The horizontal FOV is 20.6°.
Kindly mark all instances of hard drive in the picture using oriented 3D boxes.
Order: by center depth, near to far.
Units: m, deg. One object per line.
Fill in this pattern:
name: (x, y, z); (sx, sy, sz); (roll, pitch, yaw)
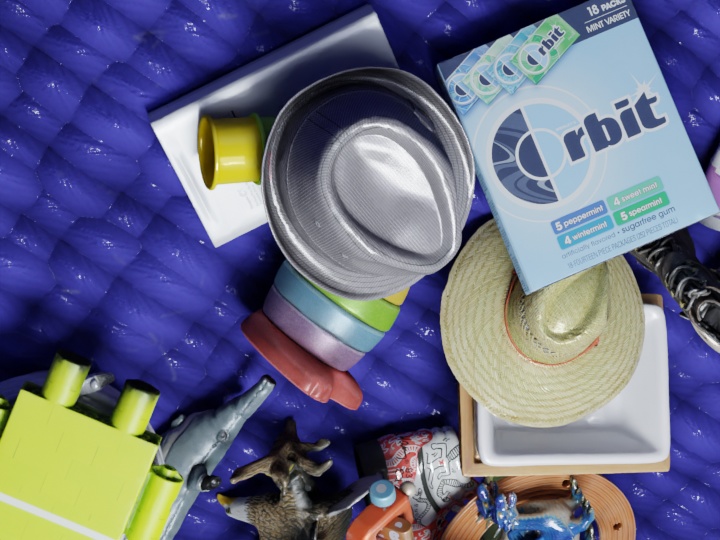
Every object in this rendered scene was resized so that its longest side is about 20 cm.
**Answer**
hard drive: (-0.056, -0.116, 1.612); (0.199, 0.026, 0.132); (-27, 125, -1)

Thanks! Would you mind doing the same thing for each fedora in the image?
fedora: (0.019, -0.059, 1.533); (0.176, 0.090, 0.201); (-38, 116, -7)

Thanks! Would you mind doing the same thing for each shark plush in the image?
shark plush: (-0.136, 0.174, 1.731); (0.199, 0.083, 0.091); (-38, 125, 7)

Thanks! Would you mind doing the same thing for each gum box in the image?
gum box: (0.175, -0.106, 1.617); (0.169, 0.045, 0.201); (-23, 88, -3)

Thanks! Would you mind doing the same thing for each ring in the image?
ring: (0.159, 0.259, 1.830); (0.198, 0.019, 0.202); (-9, 124, -13)

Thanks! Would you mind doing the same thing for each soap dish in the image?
soap dish: (0.174, 0.101, 1.756); (0.198, 0.081, 0.159); (0, 84, -18)

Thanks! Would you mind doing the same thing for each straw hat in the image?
straw hat: (0.170, 0.030, 1.672); (0.199, 0.203, 0.085); (-1, 165, -18)

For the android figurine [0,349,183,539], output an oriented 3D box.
android figurine: (-0.240, 0.171, 1.611); (0.181, 0.041, 0.201); (21, 101, -5)

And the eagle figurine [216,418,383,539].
eagle figurine: (-0.069, 0.241, 1.775); (0.150, 0.151, 0.202); (-9, 113, -25)

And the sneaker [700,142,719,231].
sneaker: (0.402, -0.082, 1.760); (0.199, 0.073, 0.115); (6, 116, -21)

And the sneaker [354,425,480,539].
sneaker: (0.063, 0.234, 1.845); (0.107, 0.067, 0.203); (-14, 122, -6)

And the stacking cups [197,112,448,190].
stacking cups: (-0.027, -0.099, 1.578); (0.198, 0.061, 0.061); (-4, 122, -16)

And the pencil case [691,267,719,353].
pencil case: (0.384, 0.021, 1.750); (0.089, 0.199, 0.078); (38, 60, -20)

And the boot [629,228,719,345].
boot: (0.256, -0.021, 1.684); (0.200, 0.174, 0.069); (36, 106, -33)

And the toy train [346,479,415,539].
toy train: (0.011, 0.284, 1.743); (0.150, 0.055, 0.201); (-37, 142, -28)

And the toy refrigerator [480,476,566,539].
toy refrigerator: (0.146, 0.244, 1.874); (0.069, 0.076, 0.201); (3, 120, -20)

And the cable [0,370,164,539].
cable: (-0.262, 0.183, 1.671); (0.198, 0.069, 0.202); (-7, 103, 2)

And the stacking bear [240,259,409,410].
stacking bear: (0.000, 0.000, 1.655); (0.201, 0.114, 0.121); (-53, 159, 5)

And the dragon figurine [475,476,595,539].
dragon figurine: (0.168, 0.252, 1.782); (0.099, 0.059, 0.201); (-24, 124, -2)
